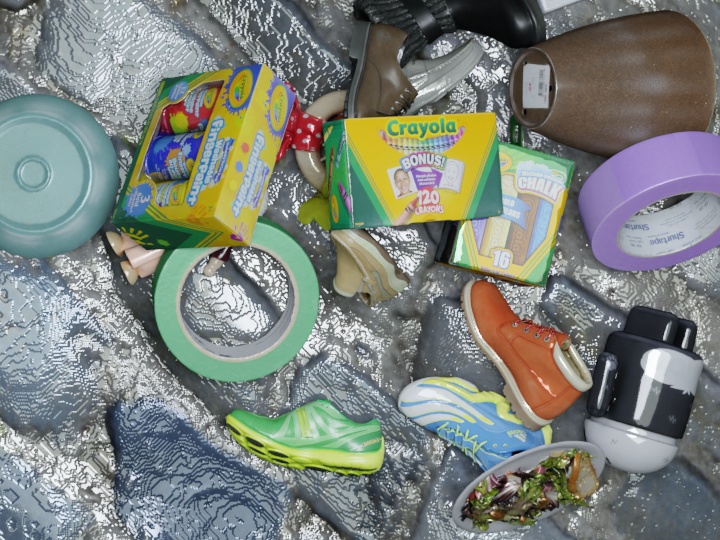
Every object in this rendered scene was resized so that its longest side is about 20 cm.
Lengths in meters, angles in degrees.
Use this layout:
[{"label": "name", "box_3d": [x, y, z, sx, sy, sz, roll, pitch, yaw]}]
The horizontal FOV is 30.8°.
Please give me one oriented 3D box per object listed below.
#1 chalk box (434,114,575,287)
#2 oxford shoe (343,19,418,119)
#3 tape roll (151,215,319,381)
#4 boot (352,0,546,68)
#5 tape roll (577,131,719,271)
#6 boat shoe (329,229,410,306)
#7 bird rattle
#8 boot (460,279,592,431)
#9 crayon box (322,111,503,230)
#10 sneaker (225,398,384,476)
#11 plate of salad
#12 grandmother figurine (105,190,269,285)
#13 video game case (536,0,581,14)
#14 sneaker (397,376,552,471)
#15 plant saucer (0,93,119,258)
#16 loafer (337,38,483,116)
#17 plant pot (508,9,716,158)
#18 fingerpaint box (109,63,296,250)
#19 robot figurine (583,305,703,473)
[{"label": "chalk box", "box_3d": [0.180, -0.091, 1.594, 0.123, 0.125, 0.202, 15, 90, -5]}, {"label": "oxford shoe", "box_3d": [0.023, -0.191, 1.500, 0.084, 0.073, 0.202, 6, 79, 3]}, {"label": "tape roll", "box_3d": [-0.150, 0.032, 1.575, 0.198, 0.048, 0.202, -3, 105, -12]}, {"label": "boot", "box_3d": [0.105, -0.296, 1.567, 0.157, 0.080, 0.211, -35, 50, -17]}, {"label": "tape roll", "box_3d": [0.366, -0.080, 1.572, 0.198, 0.201, 0.066, -10, 60, -5]}, {"label": "boat shoe", "box_3d": [0.000, 0.000, 1.547, 0.076, 0.200, 0.072, -42, 61, 0]}, {"label": "bird rattle", "box_3d": [-0.033, -0.148, 1.579, 0.162, 0.113, 0.201, -30, 80, 16]}, {"label": "boot", "box_3d": [0.203, 0.082, 1.590, 0.107, 0.075, 0.201, -40, 75, 35]}, {"label": "crayon box", "box_3d": [0.060, -0.112, 1.460, 0.198, 0.058, 0.120, -6, 93, -27]}, {"label": "sneaker", "box_3d": [-0.067, 0.199, 1.607, 0.198, 0.074, 0.084, 12, 64, -2]}, {"label": "plate of salad", "box_3d": [0.206, 0.271, 1.572, 0.198, 0.201, 0.048, -19, 55, -5]}, {"label": "grandmother figurine", "box_3d": [-0.201, -0.051, 1.594, 0.199, 0.061, 0.122, -27, 101, -2]}, {"label": "video game case", "box_3d": [0.291, -0.444, 1.657, 0.198, 0.023, 0.184, -21, 92, -5]}, {"label": "sneaker", "box_3d": [0.143, 0.194, 1.593, 0.198, 0.105, 0.076, 13, 118, -6]}, {"label": "plant saucer", "box_3d": [-0.395, -0.116, 1.586, 0.198, 0.036, 0.202, 0, 89, -5]}, {"label": "loafer", "box_3d": [0.061, -0.231, 1.611, 0.199, 0.070, 0.070, -35, 101, -4]}, {"label": "plant pot", "box_3d": [0.281, -0.215, 1.539, 0.198, 0.186, 0.189, -4, 90, -30]}, {"label": "fingerpaint box", "box_3d": [-0.182, -0.130, 1.511, 0.166, 0.073, 0.201, -1, 63, 36]}, {"label": "robot figurine", "box_3d": [0.347, 0.149, 1.611, 0.149, 0.125, 0.202, 16, 88, -1]}]
